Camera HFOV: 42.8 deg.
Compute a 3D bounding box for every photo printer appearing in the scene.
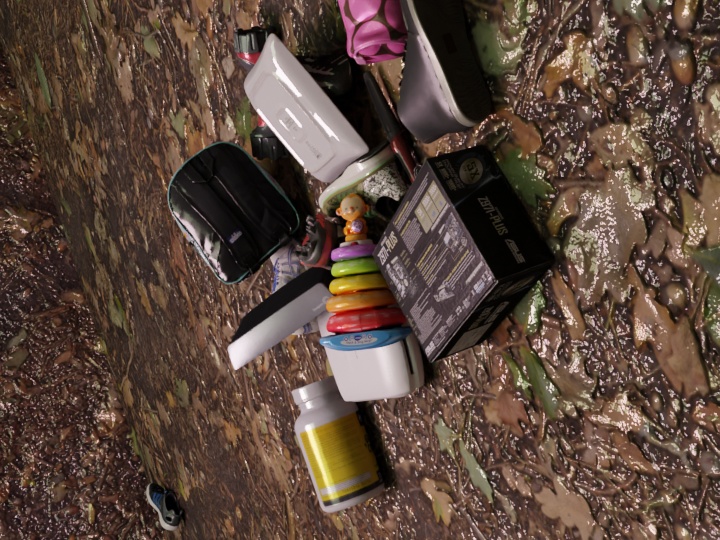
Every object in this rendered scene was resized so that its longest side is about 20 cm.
[{"bbox_3d":[0.016,0.105,1.333,0.199,0.069,0.169,-19,88,62],"label":"photo printer"}]

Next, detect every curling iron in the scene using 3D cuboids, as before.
[{"bbox_3d":[0.053,-0.171,1.164,0.050,0.025,0.202,-48,61,48],"label":"curling iron"}]

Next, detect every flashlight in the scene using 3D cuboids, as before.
[{"bbox_3d":[-0.158,-0.277,1.446,0.067,0.067,0.203,29,129,51],"label":"flashlight"}]

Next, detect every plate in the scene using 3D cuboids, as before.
[{"bbox_3d":[-0.088,-0.213,1.285,0.201,0.032,0.199,49,161,-6],"label":"plate"}]

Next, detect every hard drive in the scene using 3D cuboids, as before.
[{"bbox_3d":[-0.112,0.060,1.386,0.043,0.199,0.135,51,-161,-14],"label":"hard drive"}]

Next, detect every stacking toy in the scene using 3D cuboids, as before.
[{"bbox_3d":[0.000,0.000,1.195,0.110,0.114,0.204,11,-107,-79],"label":"stacking toy"}]

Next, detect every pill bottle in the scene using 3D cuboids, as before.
[{"bbox_3d":[-0.042,0.278,1.488,0.112,0.111,0.203,-30,79,61],"label":"pill bottle"}]

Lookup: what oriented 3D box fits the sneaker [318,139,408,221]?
[{"bbox_3d":[0.005,-0.097,1.252,0.089,0.076,0.200,57,155,2],"label":"sneaker"}]

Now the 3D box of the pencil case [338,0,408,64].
[{"bbox_3d":[0.002,-0.347,1.090,0.091,0.092,0.203,24,-130,-87],"label":"pencil case"}]

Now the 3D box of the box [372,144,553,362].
[{"bbox_3d":[0.112,-0.016,1.076,0.165,0.085,0.201,61,149,21],"label":"box"}]

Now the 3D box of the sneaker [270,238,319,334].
[{"bbox_3d":[-0.118,0.020,1.512,0.201,0.087,0.076,54,149,34],"label":"sneaker"}]

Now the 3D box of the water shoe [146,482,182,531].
[{"bbox_3d":[-0.582,0.693,2.765,0.200,0.071,0.080,44,113,45],"label":"water shoe"}]

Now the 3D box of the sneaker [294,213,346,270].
[{"bbox_3d":[-0.040,-0.035,1.292,0.200,0.097,0.072,-101,33,-84],"label":"sneaker"}]

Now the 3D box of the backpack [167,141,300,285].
[{"bbox_3d":[-0.213,-0.103,1.486,0.201,0.175,0.153,50,179,-13],"label":"backpack"}]

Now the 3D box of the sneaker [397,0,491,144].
[{"bbox_3d":[0.067,-0.246,1.035,0.106,0.074,0.203,-18,91,54],"label":"sneaker"}]

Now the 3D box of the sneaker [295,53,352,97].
[{"bbox_3d":[-0.061,-0.257,1.296,0.199,0.073,0.081,25,141,60],"label":"sneaker"}]
